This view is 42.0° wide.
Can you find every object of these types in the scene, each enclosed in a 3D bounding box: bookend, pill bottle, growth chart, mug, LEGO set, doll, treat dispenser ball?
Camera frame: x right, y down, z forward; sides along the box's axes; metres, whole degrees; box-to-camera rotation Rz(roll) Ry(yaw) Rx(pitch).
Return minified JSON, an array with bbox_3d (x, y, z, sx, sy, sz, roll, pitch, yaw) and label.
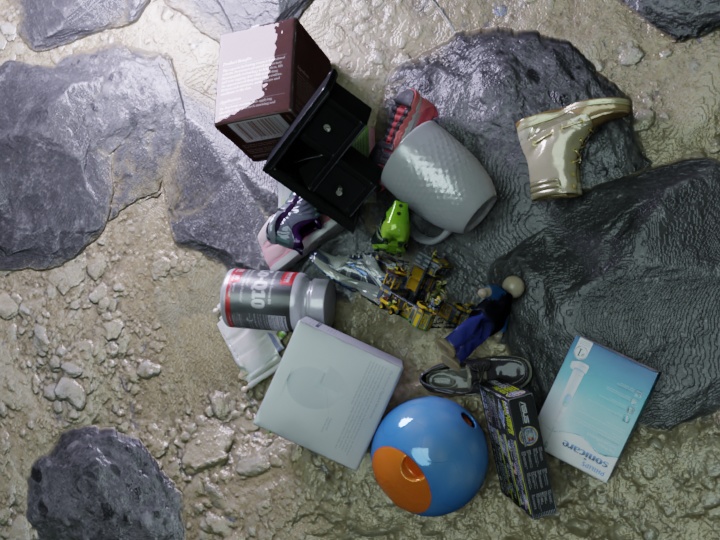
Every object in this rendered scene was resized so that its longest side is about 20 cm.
[{"bbox_3d":[-0.032,-0.206,1.643,0.200,0.092,0.199,35,121,-13],"label":"bookend"},{"bbox_3d":[-0.154,0.058,1.774,0.199,0.114,0.114,3,86,12],"label":"pill bottle"},{"bbox_3d":[-0.212,0.122,1.853,0.145,0.018,0.200,-29,74,17],"label":"growth chart"},{"bbox_3d":[0.137,-0.136,1.678,0.175,0.148,0.200,42,126,16],"label":"mug"},{"bbox_3d":[0.124,0.026,1.637,0.154,0.200,0.116,33,106,39],"label":"LEGO set"},{"bbox_3d":[0.216,0.080,1.619,0.200,0.137,0.048,-42,46,-21],"label":"doll"},{"bbox_3d":[0.118,0.316,1.598,0.200,0.201,0.202,-2,84,22],"label":"treat dispenser ball"}]

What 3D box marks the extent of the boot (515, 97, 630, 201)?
[{"bbox_3d":[0.376,-0.207,1.614,0.200,0.073,0.156,-12,80,23],"label":"boot"}]

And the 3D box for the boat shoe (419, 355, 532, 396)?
[{"bbox_3d":[0.200,0.188,1.650,0.199,0.065,0.072,-6,81,21],"label":"boat shoe"}]

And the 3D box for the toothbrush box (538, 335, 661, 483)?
[{"bbox_3d":[0.388,0.227,1.557,0.146,0.085,0.200,25,94,22],"label":"toothbrush box"}]

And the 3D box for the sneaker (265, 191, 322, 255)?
[{"bbox_3d":[-0.091,-0.119,1.745,0.087,0.074,0.200,26,73,17],"label":"sneaker"}]

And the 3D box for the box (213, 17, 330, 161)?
[{"bbox_3d":[-0.163,-0.338,1.780,0.165,0.164,0.201,-6,69,22],"label":"box"}]

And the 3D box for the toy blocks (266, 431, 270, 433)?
[{"bbox_3d":[-0.083,0.235,1.758,0.136,0.100,0.201,19,93,11],"label":"toy blocks"}]

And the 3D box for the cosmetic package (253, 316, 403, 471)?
[{"bbox_3d":[-0.053,0.214,1.657,0.200,0.123,0.200,25,92,3],"label":"cosmetic package"}]

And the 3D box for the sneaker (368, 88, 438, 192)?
[{"bbox_3d":[0.083,-0.229,1.733,0.200,0.087,0.074,-64,33,10],"label":"sneaker"}]

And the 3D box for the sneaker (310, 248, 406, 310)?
[{"bbox_3d":[0.000,0.000,1.757,0.200,0.077,0.085,28,86,15],"label":"sneaker"}]

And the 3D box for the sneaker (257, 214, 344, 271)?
[{"bbox_3d":[-0.116,-0.086,1.802,0.200,0.075,0.105,-34,78,20],"label":"sneaker"}]

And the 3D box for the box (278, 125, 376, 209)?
[{"bbox_3d":[-0.066,-0.196,1.817,0.199,0.036,0.145,-4,83,23],"label":"box"}]

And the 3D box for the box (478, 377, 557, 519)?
[{"bbox_3d":[0.257,0.288,1.544,0.044,0.160,0.201,-14,94,-10],"label":"box"}]

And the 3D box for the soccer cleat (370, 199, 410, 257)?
[{"bbox_3d":[0.061,-0.074,1.675,0.067,0.200,0.081,14,81,-3],"label":"soccer cleat"}]
